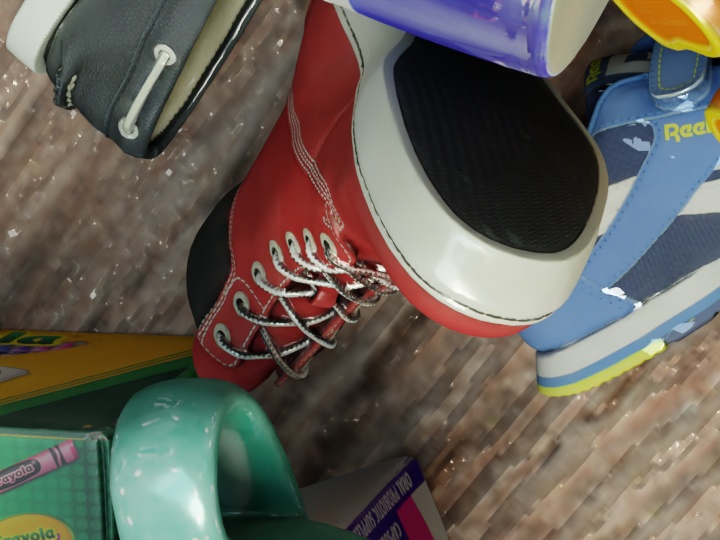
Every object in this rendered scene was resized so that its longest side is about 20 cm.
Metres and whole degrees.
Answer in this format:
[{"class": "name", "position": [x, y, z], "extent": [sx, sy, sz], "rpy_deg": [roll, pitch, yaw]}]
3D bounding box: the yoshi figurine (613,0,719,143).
[{"class": "yoshi figurine", "position": [0.169, -0.114, 0.785], "extent": [0.112, 0.112, 0.200], "rpy_deg": [41, 79, 22]}]

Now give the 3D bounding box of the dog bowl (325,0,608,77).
[{"class": "dog bowl", "position": [0.050, -0.156, 0.792], "extent": [0.079, 0.200, 0.201], "rpy_deg": [22, 108, 8]}]

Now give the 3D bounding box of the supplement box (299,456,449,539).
[{"class": "supplement box", "position": [-0.002, 0.176, 0.940], "extent": [0.103, 0.101, 0.201], "rpy_deg": [-18, 97, 19]}]

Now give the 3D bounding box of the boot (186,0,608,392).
[{"class": "boot", "position": [0.000, 0.000, 0.855], "extent": [0.072, 0.200, 0.145], "rpy_deg": [23, 111, -19]}]

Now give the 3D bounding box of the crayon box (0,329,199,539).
[{"class": "crayon box", "position": [-0.150, 0.059, 0.948], "extent": [0.199, 0.119, 0.059], "rpy_deg": [1, 103, 16]}]

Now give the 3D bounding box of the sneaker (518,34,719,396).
[{"class": "sneaker", "position": [0.113, -0.043, 0.869], "extent": [0.200, 0.074, 0.082], "rpy_deg": [-35, 89, 20]}]

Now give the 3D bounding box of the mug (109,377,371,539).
[{"class": "mug", "position": [-0.022, 0.132, 0.821], "extent": [0.152, 0.114, 0.186], "rpy_deg": [29, 108, 8]}]

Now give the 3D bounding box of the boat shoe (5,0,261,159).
[{"class": "boat shoe", "position": [-0.029, -0.118, 0.896], "extent": [0.060, 0.076, 0.200], "rpy_deg": [44, 123, 6]}]
